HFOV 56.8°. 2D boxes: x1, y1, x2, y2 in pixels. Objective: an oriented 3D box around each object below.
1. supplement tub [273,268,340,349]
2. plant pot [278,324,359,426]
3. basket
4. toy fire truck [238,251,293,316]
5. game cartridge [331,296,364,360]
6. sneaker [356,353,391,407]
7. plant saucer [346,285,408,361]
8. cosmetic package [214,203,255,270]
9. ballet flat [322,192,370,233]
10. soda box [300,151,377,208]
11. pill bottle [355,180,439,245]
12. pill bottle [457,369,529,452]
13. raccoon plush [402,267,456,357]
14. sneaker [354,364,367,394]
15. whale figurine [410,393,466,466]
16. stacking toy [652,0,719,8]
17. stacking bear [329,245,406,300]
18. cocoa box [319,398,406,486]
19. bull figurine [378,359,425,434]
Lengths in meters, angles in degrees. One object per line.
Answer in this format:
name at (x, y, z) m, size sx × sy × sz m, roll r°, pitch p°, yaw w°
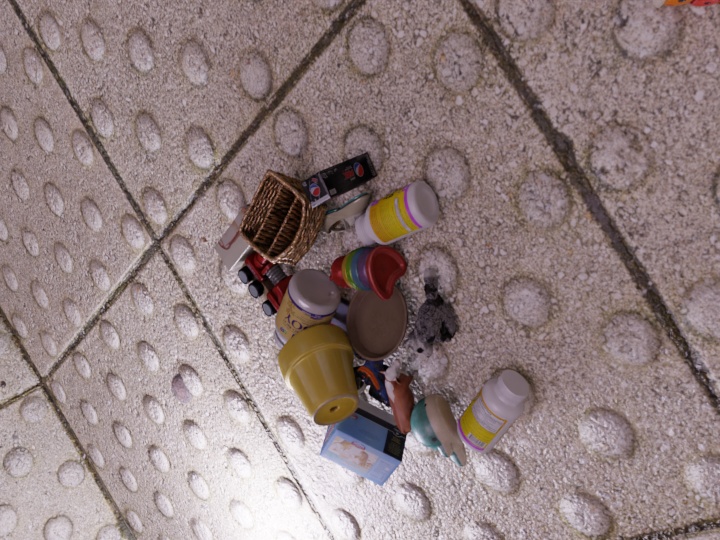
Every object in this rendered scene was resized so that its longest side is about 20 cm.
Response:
supplement tub at (-0.145, 0.114, 1.754) m, size 0.145 × 0.144 × 0.203 m, roll 39°, pitch 130°, yaw 16°
plant pot at (-0.093, 0.275, 1.687) m, size 0.203 × 0.196 × 0.192 m, roll -60°, pitch 42°, yaw 37°
basket at (-0.195, -0.122, 1.672) m, size 0.202 × 0.146 × 0.144 m, roll -56°, pitch 45°, yaw 23°
toy fire truck at (-0.221, -0.002, 1.831) m, size 0.178 × 0.128 × 0.200 m, roll 51°, pitch 141°, yaw 7°
game cartridge at (-0.027, 0.154, 1.791) m, size 0.197 × 0.038 × 0.133 m, roll 29°, pitch 120°, yaw 25°
sneaker at (0.058, 0.288, 1.728) m, size 0.074 × 0.079 × 0.202 m, roll 25°, pitch 156°, yaw 33°
plant saucer at (0.044, 0.124, 1.674) m, size 0.196 × 0.029 × 0.207 m, roll -10°, pitch 75°, yaw 39°
cosmetic package at (-0.312, -0.100, 1.855) m, size 0.088 × 0.103 × 0.200 m, roll 52°, pitch 129°, yaw 8°
ballet flat at (-0.034, -0.136, 1.651) m, size 0.198 × 0.069 × 0.071 m, roll -19°, pitch 98°, yaw 50°
soda box at (-0.047, -0.210, 1.537) m, size 0.070 × 0.199 × 0.065 m, roll -23°, pitch 96°, yaw 40°
pill bottle at (0.080, -0.124, 1.540) m, size 0.197 × 0.104 × 0.107 m, roll -21°, pitch 96°, yaw 40°
pill bottle at (0.310, 0.324, 1.546) m, size 0.104 × 0.104 × 0.203 m, roll 40°, pitch 128°, yaw 16°
raccoon plush at (0.158, 0.106, 1.618) m, size 0.133 × 0.094 × 0.207 m, roll -17°, pitch 70°, yaw 53°
sneaker at (-0.048, 0.299, 1.817) m, size 0.086 × 0.082 × 0.199 m, roll 38°, pitch 133°, yaw -18°
whale figurine at (0.193, 0.405, 1.650) m, size 0.102 × 0.161 × 0.202 m, roll -26°, pitch 119°, yaw 14°
stacking toy at (0.566, -0.457, 1.025) m, size 0.195 × 0.147 × 0.150 m, roll 22°, pitch 123°, yaw 10°
stacking bear at (0.000, 0.000, 1.654) m, size 0.197 × 0.123 × 0.114 m, roll -5°, pitch 134°, yaw 51°
cocoa box at (0.011, 0.451, 1.777) m, size 0.196 × 0.133 × 0.135 m, roll 27°, pitch 129°, yaw -5°
bull figurine at (0.108, 0.309, 1.693) m, size 0.064 × 0.121 × 0.206 m, roll 1°, pitch 110°, yaw 35°
